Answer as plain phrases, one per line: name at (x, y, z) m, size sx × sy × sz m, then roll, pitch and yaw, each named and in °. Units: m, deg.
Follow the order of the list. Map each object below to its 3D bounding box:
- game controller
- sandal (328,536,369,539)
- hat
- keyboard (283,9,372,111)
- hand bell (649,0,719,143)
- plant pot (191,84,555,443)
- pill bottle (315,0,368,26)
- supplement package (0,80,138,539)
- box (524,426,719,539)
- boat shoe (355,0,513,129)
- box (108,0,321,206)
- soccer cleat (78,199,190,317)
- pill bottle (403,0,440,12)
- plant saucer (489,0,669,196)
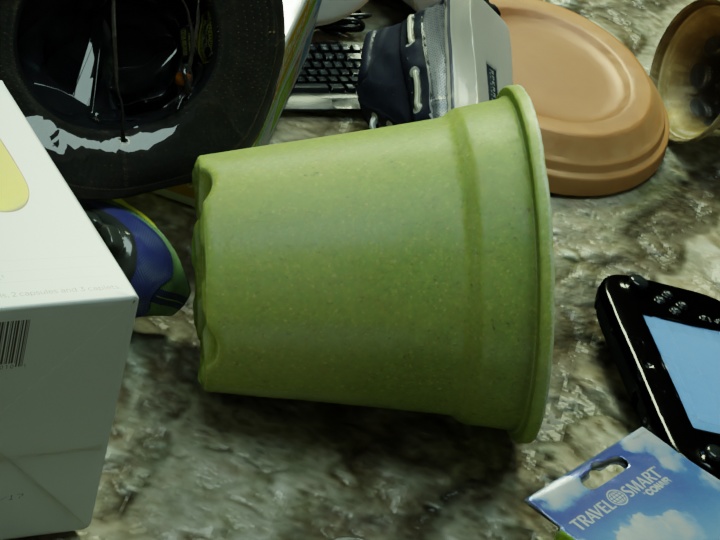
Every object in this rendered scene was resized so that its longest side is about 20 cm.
game controller at (0.204, 0.071, 1.546) m, size 0.104 × 0.042 × 0.200 m, roll 5°, pitch 34°, yaw -16°
sandal at (-0.010, 0.188, 1.259) m, size 0.082 × 0.055 × 0.200 m, roll 20°, pitch 33°, yaw 6°
hat at (-0.147, -0.132, 1.512) m, size 0.200 × 0.201 × 0.081 m, roll 5°, pitch 0°, yaw -17°
keyboard at (-0.034, -0.148, 1.794) m, size 0.200 × 0.021 × 0.127 m, roll -1°, pitch 36°, yaw -27°
hand bell at (0.315, -0.121, 1.867) m, size 0.200 × 0.104 × 0.104 m, roll 12°, pitch 31°, yaw -29°
plant pot at (0.000, 0.000, 1.452) m, size 0.184 × 0.201 × 0.201 m, roll -2°, pitch 35°, yaw -6°
pill bottle at (-0.064, -0.255, 1.840) m, size 0.113 × 0.114 × 0.200 m, roll -1°, pitch 25°, yaw -24°
supplement package at (-0.228, 0.020, 1.329) m, size 0.151 × 0.151 × 0.200 m, roll -5°, pitch 38°, yaw -28°
box at (0.191, 0.170, 1.383) m, size 0.200 × 0.048 × 0.122 m, roll 34°, pitch 36°, yaw 26°
boat shoe at (0.049, -0.083, 1.690) m, size 0.075 × 0.093 × 0.200 m, roll 39°, pitch 42°, yaw -45°
box at (-0.092, -0.144, 1.659) m, size 0.101 × 0.113 × 0.200 m, roll 18°, pitch 40°, yaw 2°
soccer cleat at (-0.170, -0.032, 1.537) m, size 0.084 × 0.065 × 0.200 m, roll 26°, pitch 12°, yaw -47°
pill bottle at (0.026, -0.272, 1.922) m, size 0.114 × 0.114 × 0.200 m, roll -8°, pitch 39°, yaw -33°
plant saucer at (0.121, -0.128, 1.797) m, size 0.200 × 0.038 × 0.200 m, roll 14°, pitch 39°, yaw -11°
